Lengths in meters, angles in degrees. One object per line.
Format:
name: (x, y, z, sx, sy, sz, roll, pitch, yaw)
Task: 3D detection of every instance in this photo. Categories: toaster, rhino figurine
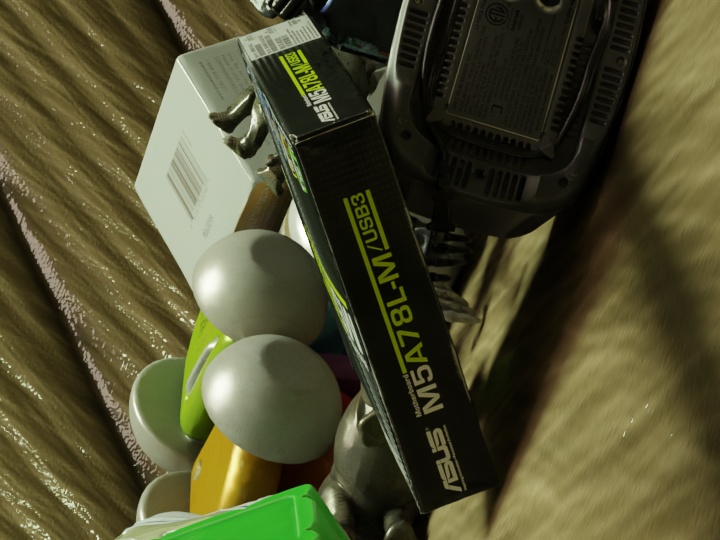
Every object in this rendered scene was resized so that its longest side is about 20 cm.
toaster: (0.069, -0.096, 1.336, 0.129, 0.113, 0.201, 112, 173, -80)
rhino figurine: (0.006, 0.124, 1.476, 0.088, 0.059, 0.201, -88, 16, -63)

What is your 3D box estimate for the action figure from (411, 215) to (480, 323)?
action figure: (0.034, -0.023, 1.525, 0.200, 0.101, 0.120, 167, 119, -83)

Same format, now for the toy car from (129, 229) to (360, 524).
toy car: (-0.045, 0.088, 1.602, 0.201, 0.149, 0.175, -99, 28, -44)

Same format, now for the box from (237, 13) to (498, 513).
box: (0.001, -0.009, 1.313, 0.200, 0.047, 0.194, -118, 10, -69)

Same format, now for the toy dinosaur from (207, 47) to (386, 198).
toy dinosaur: (-0.030, -0.101, 1.585, 0.102, 0.077, 0.200, -51, 5, 9)

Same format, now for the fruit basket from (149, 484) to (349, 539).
fruit basket: (-0.063, 0.226, 1.307, 0.156, 0.214, 0.217, -106, 36, -77)

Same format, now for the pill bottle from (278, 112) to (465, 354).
pill bottle: (0.000, 0.000, 1.722, 0.200, 0.115, 0.116, 114, 174, -48)

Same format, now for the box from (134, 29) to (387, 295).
box: (-0.028, -0.084, 1.807, 0.107, 0.199, 0.153, 59, 151, 22)

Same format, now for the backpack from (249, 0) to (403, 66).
backpack: (0.036, -0.199, 1.528, 0.201, 0.153, 0.190, -64, 13, 1)

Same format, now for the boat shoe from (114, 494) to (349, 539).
boat shoe: (-0.077, 0.165, 1.468, 0.062, 0.072, 0.200, -23, 7, -37)
